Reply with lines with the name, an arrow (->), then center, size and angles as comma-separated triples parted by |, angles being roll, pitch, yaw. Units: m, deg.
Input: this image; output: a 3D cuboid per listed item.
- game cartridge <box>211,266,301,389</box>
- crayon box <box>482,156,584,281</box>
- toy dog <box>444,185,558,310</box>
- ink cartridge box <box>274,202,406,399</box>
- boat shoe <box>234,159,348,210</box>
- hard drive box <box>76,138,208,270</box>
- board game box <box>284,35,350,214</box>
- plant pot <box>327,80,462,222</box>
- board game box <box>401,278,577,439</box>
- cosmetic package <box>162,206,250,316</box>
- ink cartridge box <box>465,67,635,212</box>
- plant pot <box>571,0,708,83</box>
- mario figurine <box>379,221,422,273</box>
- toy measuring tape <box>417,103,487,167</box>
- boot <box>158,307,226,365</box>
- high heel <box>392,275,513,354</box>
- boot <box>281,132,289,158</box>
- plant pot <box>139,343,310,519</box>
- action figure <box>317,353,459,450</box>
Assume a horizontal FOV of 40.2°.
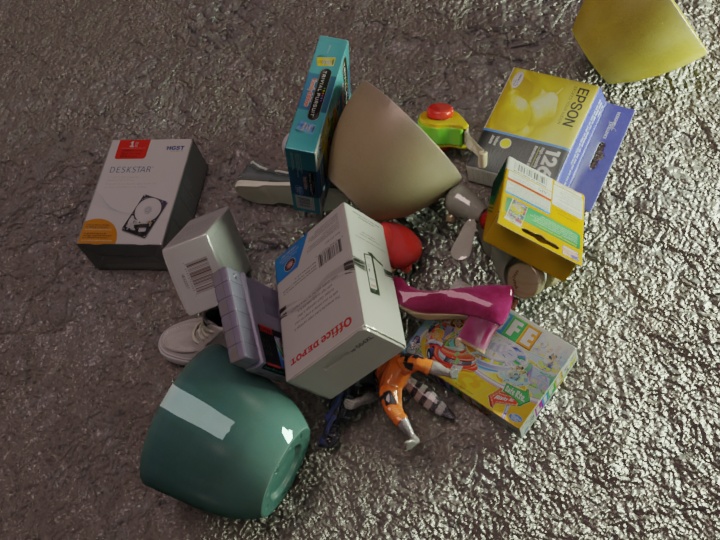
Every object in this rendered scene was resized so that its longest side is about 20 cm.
game cartridge -> -0.115, 0.081, 1.288 | 0.038, 0.199, 0.132 | -29, 63, 18
crayon box -> 0.233, -0.064, 1.313 | 0.124, 0.052, 0.201 | 27, 33, -3
toy dog -> 0.186, -0.019, 1.360 | 0.097, 0.130, 0.201 | -55, 46, 26
ink cartridge box -> -0.031, 0.041, 1.273 | 0.145, 0.084, 0.203 | -36, 45, 30
boat shoe -> -0.104, -0.139, 1.531 | 0.196, 0.073, 0.063 | 7, 65, 26
hard drive box -> -0.348, -0.107, 1.581 | 0.152, 0.077, 0.204 | 0, 59, 16
board game box -> -0.057, -0.210, 1.429 | 0.046, 0.152, 0.203 | 11, 62, 7
plant pot -> 0.030, -0.150, 1.401 | 0.135, 0.200, 0.200 | -46, 57, 3
board game box -> 0.171, 0.114, 1.316 | 0.198, 0.034, 0.135 | 30, 72, 30
cosmetic package -> -0.217, -0.017, 1.410 | 0.073, 0.104, 0.200 | -19, 12, 5
ink cartridge box -> 0.283, -0.199, 1.468 | 0.197, 0.047, 0.200 | 16, 65, 27
plant pot -> 0.400, -0.362, 1.462 | 0.141, 0.199, 0.203 | -36, 52, 23
mario figurine -> 0.000, 0.000, 1.427 | 0.196, 0.126, 0.106 | -20, 12, 13
toy measuring tape -> 0.129, -0.200, 1.477 | 0.072, 0.074, 0.201 | -25, 33, 0
boot -> -0.210, 0.080, 1.404 | 0.195, 0.096, 0.075 | -7, 57, 13
high heel -> 0.105, 0.025, 1.317 | 0.198, 0.067, 0.097 | 28, 89, 25
boot -> -0.026, -0.189, 1.534 | 0.196, 0.074, 0.097 | -16, 49, 6
plant pot -> -0.160, 0.222, 1.260 | 0.159, 0.202, 0.203 | 26, 69, 14
action figure -> 0.025, 0.162, 1.314 | 0.192, 0.104, 0.203 | 33, 104, 40
